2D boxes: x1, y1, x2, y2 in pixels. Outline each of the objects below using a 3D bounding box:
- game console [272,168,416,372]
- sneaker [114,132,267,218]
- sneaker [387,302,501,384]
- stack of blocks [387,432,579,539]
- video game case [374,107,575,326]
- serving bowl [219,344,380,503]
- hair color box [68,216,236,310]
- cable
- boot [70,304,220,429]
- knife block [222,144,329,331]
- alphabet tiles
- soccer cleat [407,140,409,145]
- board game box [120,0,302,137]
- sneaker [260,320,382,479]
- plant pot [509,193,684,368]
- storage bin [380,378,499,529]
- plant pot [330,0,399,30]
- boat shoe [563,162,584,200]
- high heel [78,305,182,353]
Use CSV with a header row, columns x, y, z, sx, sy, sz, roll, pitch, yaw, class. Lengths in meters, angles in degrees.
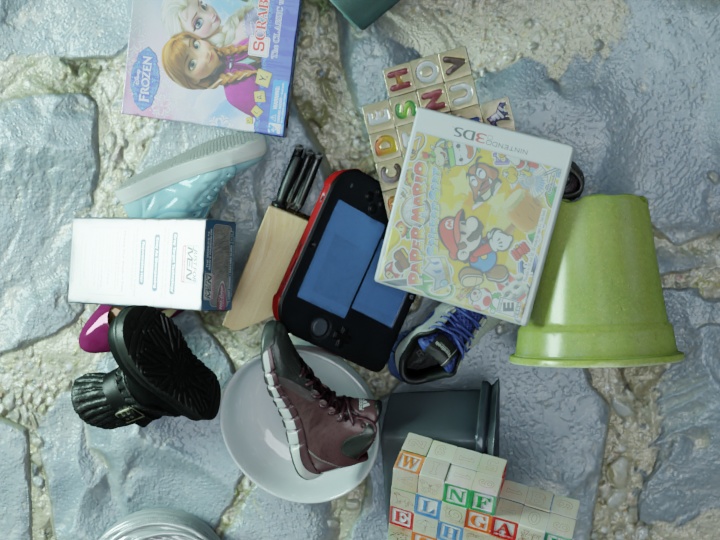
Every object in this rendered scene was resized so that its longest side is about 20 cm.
x,y,z,sx,sy,sz,roll,pitch,yaw,class
0.000,0.000,1.195,0.175,0.031,0.202,27,86,-30,game console
-0.188,-0.099,1.213,0.197,0.074,0.083,-18,113,19,sneaker
0.115,0.072,1.211,0.199,0.115,0.081,-44,96,5,sneaker
0.133,0.263,1.114,0.197,0.059,0.117,14,125,15,stack of blocks
0.124,-0.061,1.135,0.179,0.023,0.203,16,96,14,video game case
-0.067,0.177,1.240,0.197,0.066,0.203,4,109,12,serving bowl
-0.238,-0.008,1.163,0.197,0.060,0.102,2,89,30,hair color box
-0.252,0.400,1.280,0.199,0.069,0.201,33,96,-5,cable
-0.271,0.119,1.173,0.155,0.080,0.212,-4,142,21,boot
-0.098,-0.044,1.225,0.197,0.064,0.178,-22,96,4,knife block
0.095,-0.141,1.156,0.165,0.008,0.203,-13,90,12,alphabet tiles
0.114,-0.075,1.196,0.077,0.069,0.201,-38,88,28,soccer cleat
-0.172,-0.270,1.207,0.196,0.041,0.204,7,97,-1,board game box
-0.037,0.137,1.153,0.114,0.076,0.203,-11,116,11,sneaker
0.266,0.010,1.173,0.197,0.200,0.188,-1,89,1,plant pot
0.098,0.226,1.220,0.132,0.146,0.203,2,122,10,storage bin
0.023,-0.387,1.124,0.196,0.200,0.201,-40,95,13,plant pot
0.174,-0.132,1.214,0.197,0.057,0.068,18,99,-2,boat shoe
-0.260,0.044,1.220,0.199,0.096,0.068,-34,96,4,high heel
